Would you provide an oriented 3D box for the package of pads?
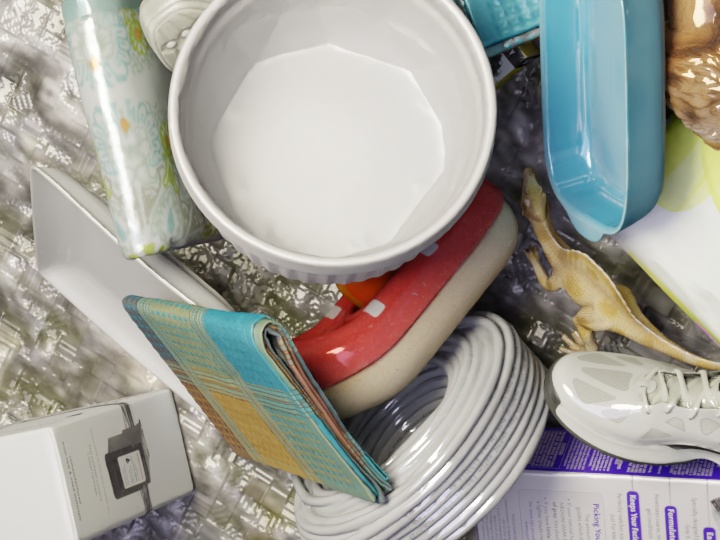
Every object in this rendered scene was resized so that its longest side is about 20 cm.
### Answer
[{"bbox_3d":[0.266,-0.026,1.437,0.200,0.068,0.155,46,107,7],"label":"package of pads"}]

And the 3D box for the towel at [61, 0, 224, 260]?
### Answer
[{"bbox_3d":[-0.125,-0.101,1.476,0.048,0.200,0.172,-16,90,20],"label":"towel"}]

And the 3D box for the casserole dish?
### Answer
[{"bbox_3d":[0.152,-0.118,1.380,0.039,0.121,0.201,-11,111,-18],"label":"casserole dish"}]

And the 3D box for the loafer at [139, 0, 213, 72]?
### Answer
[{"bbox_3d":[-0.092,-0.165,1.461,0.070,0.200,0.070,-33,75,16],"label":"loafer"}]

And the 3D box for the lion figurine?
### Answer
[{"bbox_3d":[0.213,-0.176,1.354,0.072,0.122,0.201,-7,107,-22],"label":"lion figurine"}]

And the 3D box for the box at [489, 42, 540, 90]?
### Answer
[{"bbox_3d":[0.023,-0.110,1.510,0.200,0.050,0.075,-39,87,19],"label":"box"}]

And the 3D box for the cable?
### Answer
[{"bbox_3d":[0.039,0.118,1.464,0.200,0.200,0.069,-41,109,16],"label":"cable"}]

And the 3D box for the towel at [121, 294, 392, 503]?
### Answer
[{"bbox_3d":[-0.069,0.077,1.425,0.022,0.200,0.147,-43,113,-19],"label":"towel"}]

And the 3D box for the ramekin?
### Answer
[{"bbox_3d":[-0.018,-0.086,1.373,0.199,0.105,0.202,1,76,-2],"label":"ramekin"}]

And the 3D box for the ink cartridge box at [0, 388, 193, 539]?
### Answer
[{"bbox_3d":[-0.224,0.146,1.553,0.144,0.200,0.084,-13,91,19],"label":"ink cartridge box"}]

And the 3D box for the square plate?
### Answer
[{"bbox_3d":[-0.146,0.021,1.533,0.198,0.200,0.028,40,70,9],"label":"square plate"}]

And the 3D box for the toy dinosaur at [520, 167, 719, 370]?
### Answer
[{"bbox_3d":[0.161,0.024,1.453,0.058,0.101,0.200,-42,76,-15],"label":"toy dinosaur"}]

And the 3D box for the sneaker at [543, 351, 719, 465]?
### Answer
[{"bbox_3d":[0.219,0.070,1.373,0.199,0.076,0.116,16,141,-1],"label":"sneaker"}]

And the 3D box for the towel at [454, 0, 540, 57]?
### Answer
[{"bbox_3d":[0.140,-0.241,1.431,0.199,0.022,0.147,-22,92,3],"label":"towel"}]

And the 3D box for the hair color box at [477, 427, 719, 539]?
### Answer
[{"bbox_3d":[0.180,0.167,1.484,0.199,0.065,0.110,2,117,19],"label":"hair color box"}]

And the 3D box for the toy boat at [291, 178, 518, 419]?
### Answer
[{"bbox_3d":[0.000,0.000,1.458,0.131,0.130,0.200,42,76,-10],"label":"toy boat"}]
